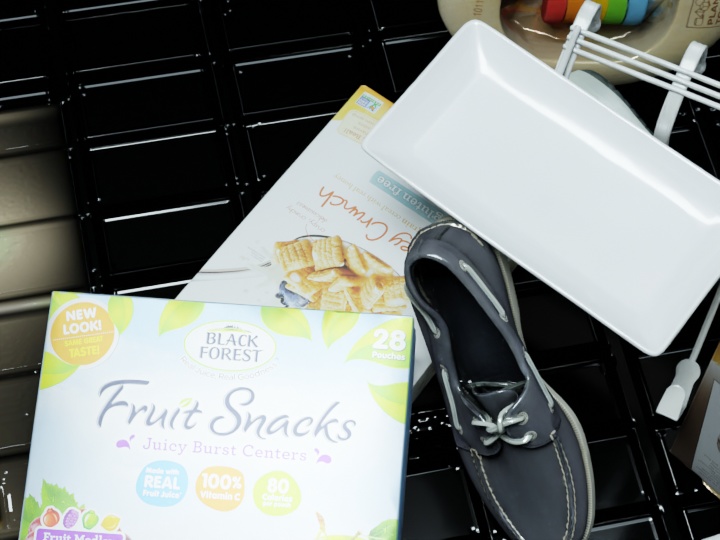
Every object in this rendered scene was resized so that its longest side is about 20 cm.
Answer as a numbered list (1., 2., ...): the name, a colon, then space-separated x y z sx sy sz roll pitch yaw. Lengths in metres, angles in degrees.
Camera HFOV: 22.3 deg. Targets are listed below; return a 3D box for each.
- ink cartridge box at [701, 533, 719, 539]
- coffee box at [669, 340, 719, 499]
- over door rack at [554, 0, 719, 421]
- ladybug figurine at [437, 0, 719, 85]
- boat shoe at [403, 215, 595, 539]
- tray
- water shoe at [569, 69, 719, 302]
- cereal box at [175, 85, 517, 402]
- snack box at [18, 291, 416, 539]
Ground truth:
1. ink cartridge box: 0.241 0.232 0.946 0.144 0.084 0.201 -16 63 -13
2. coffee box: 0.246 0.047 0.982 0.080 0.200 0.114 41 65 19
3. over door rack: 0.153 -0.035 1.040 0.147 0.067 0.201 23 88 15
4. ladybug figurine: 0.144 -0.184 1.154 0.199 0.136 0.072 3 36 -9
5. boat shoe: 0.069 0.071 0.992 0.072 0.063 0.201 -17 95 24
6. tray: 0.108 -0.045 0.994 0.200 0.022 0.107 36 72 15
7. water shoe: 0.171 -0.029 1.109 0.079 0.071 0.200 -40 69 7
8. cereal box: 0.000 0.000 1.084 0.144 0.040 0.200 33 63 11
9. snack box: -0.074 0.104 0.981 0.199 0.068 0.170 5 74 3
